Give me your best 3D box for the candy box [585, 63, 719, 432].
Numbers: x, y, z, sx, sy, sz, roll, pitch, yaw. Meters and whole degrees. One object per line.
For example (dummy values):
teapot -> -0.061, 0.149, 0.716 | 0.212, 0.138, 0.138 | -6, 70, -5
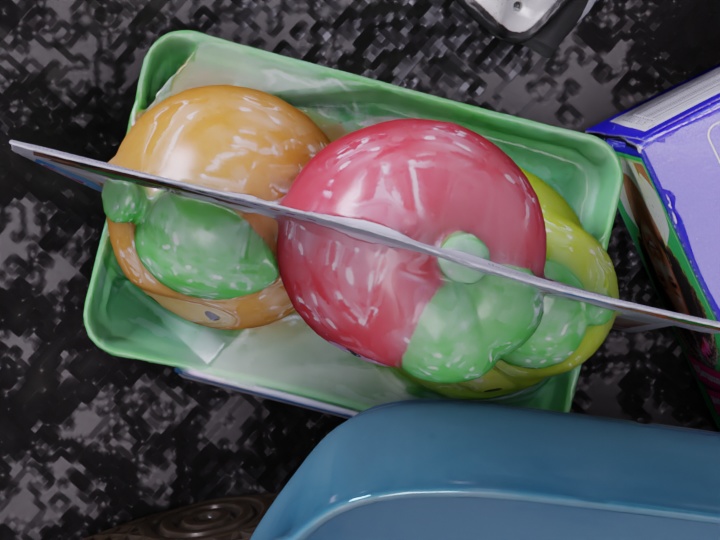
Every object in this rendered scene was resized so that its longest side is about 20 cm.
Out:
candy box -> 0.183, 0.016, 0.825 | 0.169, 0.077, 0.200 | -26, 97, -3

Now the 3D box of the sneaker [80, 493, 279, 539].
sneaker -> 0.005, 0.101, 0.825 | 0.199, 0.070, 0.076 | -10, 103, -2

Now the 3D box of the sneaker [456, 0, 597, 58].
sneaker -> 0.090, -0.110, 0.814 | 0.200, 0.076, 0.116 | 14, 104, 2

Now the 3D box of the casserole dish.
casserole dish -> 0.055, 0.077, 0.753 | 0.199, 0.121, 0.039 | 9, 54, -19

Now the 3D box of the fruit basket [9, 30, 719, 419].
fruit basket -> 0.000, 0.000, 0.746 | 0.185, 0.200, 0.094 | 14, 95, -7
